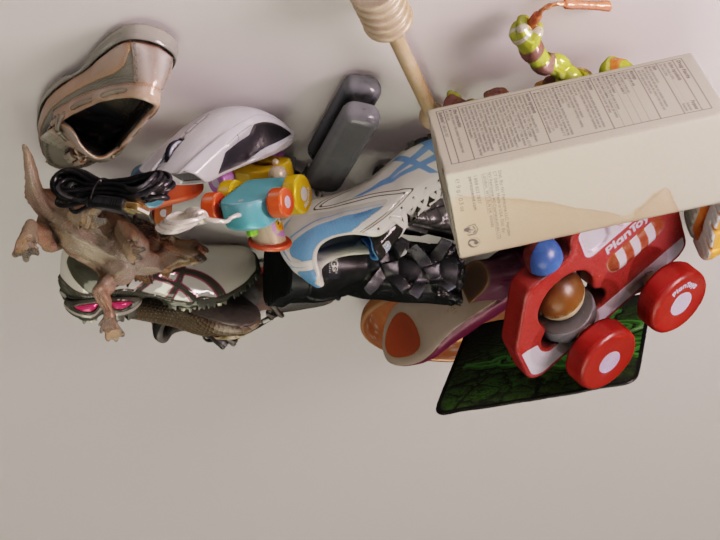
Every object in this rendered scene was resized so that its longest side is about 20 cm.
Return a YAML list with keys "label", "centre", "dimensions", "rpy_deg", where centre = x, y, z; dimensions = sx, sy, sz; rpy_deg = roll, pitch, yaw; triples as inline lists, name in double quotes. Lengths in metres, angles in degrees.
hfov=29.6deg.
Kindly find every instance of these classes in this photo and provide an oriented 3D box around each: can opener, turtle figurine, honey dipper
- label: "can opener"
  centre: [-0.038, -0.093, 1.127]
  dimensions: [0.066, 0.053, 0.200]
  rpy_deg: [11, 152, -20]
- label: "turtle figurine"
  centre: [0.155, -0.124, 1.048]
  dimensions: [0.161, 0.065, 0.200]
  rpy_deg: [-20, 148, 36]
- label: "honey dipper"
  centre: [0.033, -0.156, 1.017]
  dimensions: [0.038, 0.038, 0.200]
  rpy_deg: [-6, 156, 13]

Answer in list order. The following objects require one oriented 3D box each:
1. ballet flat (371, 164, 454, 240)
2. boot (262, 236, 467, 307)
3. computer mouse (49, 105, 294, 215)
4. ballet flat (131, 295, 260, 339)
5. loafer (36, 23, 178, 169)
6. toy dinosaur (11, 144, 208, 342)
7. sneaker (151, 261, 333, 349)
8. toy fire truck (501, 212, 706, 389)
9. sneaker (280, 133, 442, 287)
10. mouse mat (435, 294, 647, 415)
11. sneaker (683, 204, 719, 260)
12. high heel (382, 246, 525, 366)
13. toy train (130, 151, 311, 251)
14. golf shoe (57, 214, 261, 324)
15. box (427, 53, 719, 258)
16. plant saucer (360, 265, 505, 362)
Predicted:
- label: "ballet flat"
  centre: [0.096, -0.053, 1.222]
  dimensions: [0.200, 0.057, 0.066]
  rpy_deg: [9, 175, -31]
- label: "boot"
  centre: [0.000, -0.001, 1.250]
  dimensions: [0.162, 0.074, 0.198]
  rpy_deg: [1, 179, -14]
- label: "computer mouse"
  centre: [-0.134, -0.093, 1.056]
  dimensions: [0.110, 0.044, 0.200]
  rpy_deg: [3, -156, 41]
- label: "ballet flat"
  centre: [-0.188, 0.038, 1.334]
  dimensions: [0.200, 0.046, 0.067]
  rpy_deg: [12, -157, 19]
- label: "loafer"
  centre: [-0.205, -0.119, 1.062]
  dimensions: [0.072, 0.063, 0.200]
  rpy_deg: [16, 150, -28]
- label: "toy dinosaur"
  centre: [-0.227, -0.033, 1.157]
  dimensions: [0.086, 0.136, 0.200]
  rpy_deg: [-42, 115, 12]
- label: "sneaker"
  centre: [-0.119, 0.044, 1.378]
  dimensions: [0.200, 0.082, 0.077]
  rpy_deg: [-5, 154, 11]
- label: "toy fire truck"
  centre: [0.202, -0.002, 1.195]
  dimensions: [0.200, 0.112, 0.168]
  rpy_deg: [-38, 139, -6]
- label: "sneaker"
  centre: [0.027, -0.053, 1.126]
  dimensions: [0.200, 0.073, 0.072]
  rpy_deg: [-30, 165, -5]
- label: "mouse mat"
  centre: [0.178, 0.080, 1.313]
  dimensions: [0.200, 0.161, 0.008]
  rpy_deg: [-11, 115, 23]
- label: "sneaker"
  centre: [0.331, -0.078, 1.147]
  dimensions: [0.077, 0.078, 0.200]
  rpy_deg: [-12, 158, -5]
- label: "high heel"
  centre: [0.102, 0.039, 1.325]
  dimensions: [0.096, 0.068, 0.200]
  rpy_deg: [-9, 162, -38]
- label: "toy train"
  centre: [-0.117, -0.047, 1.071]
  dimensions: [0.150, 0.056, 0.200]
  rpy_deg: [-17, -159, -14]
- label: "golf shoe"
  centre: [-0.183, -0.008, 1.275]
  dimensions: [0.200, 0.077, 0.088]
  rpy_deg: [-10, 117, -29]
- label: "box"
  centre: [0.155, -0.083, 0.974]
  dimensions: [0.200, 0.095, 0.078]
  rpy_deg: [-11, 126, 3]
- label: "plant saucer"
  centre: [0.099, 0.044, 1.431]
  dimensions: [0.200, 0.038, 0.200]
  rpy_deg: [-1, 155, 0]
